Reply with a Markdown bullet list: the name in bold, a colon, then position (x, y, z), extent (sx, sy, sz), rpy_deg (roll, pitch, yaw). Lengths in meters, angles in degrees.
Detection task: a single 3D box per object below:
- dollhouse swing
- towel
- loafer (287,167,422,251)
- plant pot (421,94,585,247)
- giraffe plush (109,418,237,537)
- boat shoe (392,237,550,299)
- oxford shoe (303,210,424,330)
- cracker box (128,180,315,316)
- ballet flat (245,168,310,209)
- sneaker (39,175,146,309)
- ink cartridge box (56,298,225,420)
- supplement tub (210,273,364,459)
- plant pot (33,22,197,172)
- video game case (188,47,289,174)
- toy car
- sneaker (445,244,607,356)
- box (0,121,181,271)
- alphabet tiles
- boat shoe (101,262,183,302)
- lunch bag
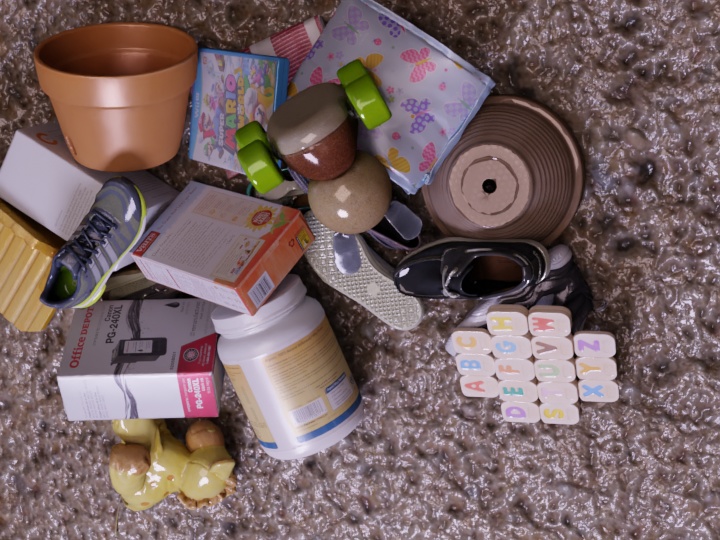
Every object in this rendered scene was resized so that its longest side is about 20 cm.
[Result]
- **dollhouse swing**: position (-0.490, -0.015, 1.613), extent (0.200, 0.182, 0.176), rpy_deg (40, 100, 5)
- **towel**: position (-0.111, -0.220, 1.517), extent (0.200, 0.023, 0.144), rpy_deg (-22, 93, 19)
- **loafer**: position (0.000, -0.089, 1.441), extent (0.200, 0.063, 0.072), rpy_deg (36, 92, -27)
- **plant pot**: position (0.162, -0.106, 1.418), extent (0.200, 0.093, 0.201), rpy_deg (4, 104, 16)
- **giraffe plush**: position (-0.247, 0.257, 1.606), extent (0.162, 0.173, 0.201), rpy_deg (0, 92, -4)
- **boat shoe**: position (0.120, 0.002, 1.404), extent (0.200, 0.068, 0.072), rpy_deg (-6, 109, 32)
- **oxford shoe**: position (0.000, 0.000, 1.508), extent (0.200, 0.058, 0.075), rpy_deg (41, 102, 1)
- **cracker box**: position (-0.174, -0.031, 1.483), extent (0.200, 0.134, 0.058), rpy_deg (18, 149, 37)
- **ballet flat**: position (-0.055, -0.105, 1.497), extent (0.200, 0.070, 0.068), rpy_deg (-10, 95, 19)
- **sneaker**: position (-0.329, -0.027, 1.463), extent (0.074, 0.081, 0.200), rpy_deg (33, 111, 7)
- **ink cartridge box**: position (-0.278, 0.113, 1.541), extent (0.199, 0.145, 0.084), rpy_deg (-2, 131, 2)
- **supplement tub**: position (-0.093, 0.120, 1.505), extent (0.144, 0.145, 0.200), rpy_deg (-17, 106, 20)
- **plant pot**: position (-0.300, -0.214, 1.497), extent (0.200, 0.200, 0.140), rpy_deg (9, 120, 15)
- **video game case**: position (-0.152, -0.194, 1.452), extent (0.200, 0.018, 0.144), rpy_deg (20, 108, 52)
- **toy car**: position (-0.018, -0.100, 1.320), extent (0.164, 0.158, 0.200), rpy_deg (-30, 112, 5)
- **sneaker**: position (0.203, 0.068, 1.451), extent (0.200, 0.075, 0.114), rpy_deg (-41, 88, 21)
- **box**: position (-0.356, -0.101, 1.564), extent (0.200, 0.124, 0.098), rpy_deg (33, 110, 8)
- **alphabet tiles**: position (0.211, 0.117, 1.439), extent (0.195, 0.015, 0.200), rpy_deg (2, 134, 17)
- **boat shoe**: position (-0.261, 0.013, 1.593), extent (0.200, 0.072, 0.066), rpy_deg (-14, 108, 20)
- **lunch bag**: position (0.035, -0.206, 1.411), extent (0.200, 0.127, 0.170), rpy_deg (34, 98, 14)
